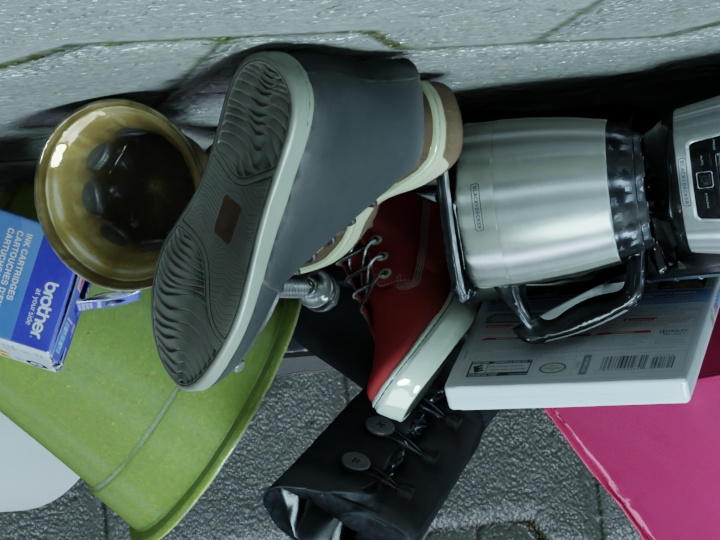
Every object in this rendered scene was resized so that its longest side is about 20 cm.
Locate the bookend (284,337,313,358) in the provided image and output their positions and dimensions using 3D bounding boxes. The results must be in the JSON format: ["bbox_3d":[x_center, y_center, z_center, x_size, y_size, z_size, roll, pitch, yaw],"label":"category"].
[{"bbox_3d":[0.011,0.023,2.204,0.198,0.093,0.200,-5,175,2],"label":"bookend"}]

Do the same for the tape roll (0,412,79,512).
[{"bbox_3d":[-0.287,0.069,1.825,0.202,0.204,0.139,-11,172,38],"label":"tape roll"}]

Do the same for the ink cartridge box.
[{"bbox_3d":[-0.228,0.002,1.520,0.199,0.077,0.136,19,173,-3],"label":"ink cartridge box"}]

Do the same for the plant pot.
[{"bbox_3d":[-0.168,0.040,1.669,0.190,0.201,0.200,33,163,-13],"label":"plant pot"}]

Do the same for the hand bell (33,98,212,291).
[{"bbox_3d":[-0.092,-0.056,1.506,0.104,0.105,0.200,-9,-174,23],"label":"hand bell"}]

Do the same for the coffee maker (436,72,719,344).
[{"bbox_3d":[0.153,-0.058,1.536,0.199,0.135,0.192,-6,-153,11],"label":"coffee maker"}]

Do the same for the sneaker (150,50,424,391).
[{"bbox_3d":[-0.034,-0.022,1.381,0.106,0.075,0.201,-4,130,-41],"label":"sneaker"}]

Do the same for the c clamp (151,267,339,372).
[{"bbox_3d":[-0.077,-0.006,1.593,0.027,0.171,0.200,-49,160,23],"label":"c clamp"}]

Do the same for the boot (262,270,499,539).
[{"bbox_3d":[-0.008,0.092,1.612,0.164,0.066,0.200,16,-138,19],"label":"boot"}]

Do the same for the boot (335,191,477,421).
[{"bbox_3d":[0.000,0.000,1.585,0.072,0.144,0.200,-53,-173,30],"label":"boot"}]

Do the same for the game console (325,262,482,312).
[{"bbox_3d":[0.019,0.004,1.772,0.176,0.200,0.116,-44,-174,46],"label":"game console"}]

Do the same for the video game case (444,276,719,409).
[{"bbox_3d":[0.142,0.020,1.562,0.143,0.018,0.200,-3,-150,20],"label":"video game case"}]

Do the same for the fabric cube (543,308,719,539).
[{"bbox_3d":[0.268,0.066,1.657,0.196,0.200,0.200,-12,128,37],"label":"fabric cube"}]

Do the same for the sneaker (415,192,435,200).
[{"bbox_3d":[-0.013,-0.008,1.928,0.199,0.082,0.074,-8,175,14],"label":"sneaker"}]

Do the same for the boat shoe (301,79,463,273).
[{"bbox_3d":[-0.026,-0.055,1.498,0.075,0.075,0.202,-3,157,-35],"label":"boat shoe"}]

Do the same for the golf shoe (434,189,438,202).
[{"bbox_3d":[0.103,-0.045,1.806,0.078,0.095,0.200,-30,-171,23],"label":"golf shoe"}]
